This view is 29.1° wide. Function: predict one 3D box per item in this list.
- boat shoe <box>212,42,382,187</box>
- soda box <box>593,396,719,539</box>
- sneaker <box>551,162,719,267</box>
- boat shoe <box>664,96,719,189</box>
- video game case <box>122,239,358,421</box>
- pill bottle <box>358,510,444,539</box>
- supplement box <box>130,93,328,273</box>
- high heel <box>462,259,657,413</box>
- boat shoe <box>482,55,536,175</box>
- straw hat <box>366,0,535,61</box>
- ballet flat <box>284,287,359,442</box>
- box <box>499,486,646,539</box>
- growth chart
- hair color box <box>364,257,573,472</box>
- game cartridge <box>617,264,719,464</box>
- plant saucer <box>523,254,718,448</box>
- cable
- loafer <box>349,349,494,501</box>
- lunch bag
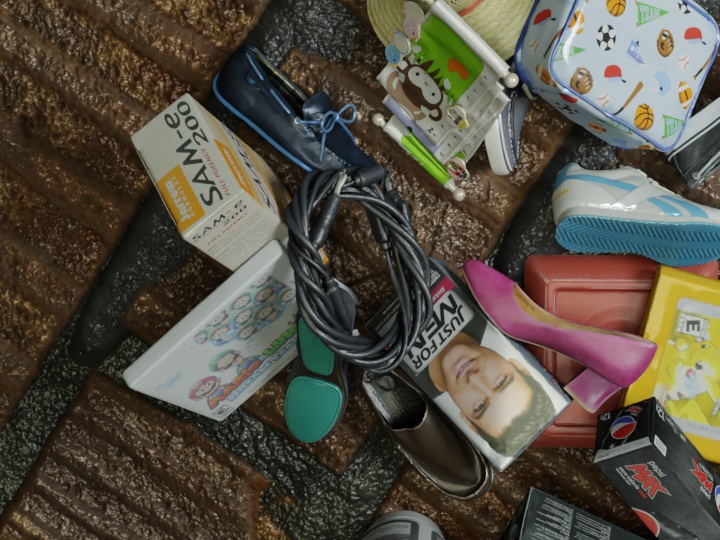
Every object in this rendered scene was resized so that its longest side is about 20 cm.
[{"bbox_3d":[-0.056,-0.150,1.381,0.199,0.084,0.069,34,110,-3],"label":"boat shoe"},{"bbox_3d":[0.309,0.217,1.367,0.070,0.064,0.200,-24,121,32],"label":"soda box"},{"bbox_3d":[0.285,-0.059,1.369,0.197,0.082,0.077,9,143,-14],"label":"sneaker"},{"bbox_3d":[0.383,-0.150,1.328,0.198,0.073,0.069,-36,77,23],"label":"boat shoe"},{"bbox_3d":[-0.114,0.065,1.375,0.199,0.182,0.024,-41,63,8],"label":"video game case"},{"bbox_3d":[0.040,0.314,1.378,0.111,0.200,0.115,1,98,5],"label":"pill bottle"},{"bbox_3d":[-0.121,-0.066,1.324,0.073,0.200,0.127,-36,64,8],"label":"supplement box"},{"bbox_3d":[0.193,0.041,1.355,0.200,0.067,0.096,47,113,8],"label":"high heel"},{"bbox_3d":[0.164,-0.197,1.361,0.091,0.075,0.203,-3,97,13],"label":"boat shoe"},{"bbox_3d":[0.078,-0.285,1.313,0.198,0.085,0.204,-5,79,25],"label":"straw hat"},{"bbox_3d":[-0.036,0.092,1.409,0.072,0.074,0.202,11,135,3],"label":"ballet flat"},{"bbox_3d":[0.223,0.337,1.393,0.198,0.086,0.165,25,126,1],"label":"box"},{"bbox_3d":[0.075,-0.171,1.338,0.144,0.201,0.018,39,55,10],"label":"growth chart"},{"bbox_3d":[0.110,0.093,1.393,0.099,0.061,0.200,-46,80,9],"label":"hair color box"},{"bbox_3d":[0.367,0.104,1.374,0.197,0.032,0.179,14,99,3],"label":"game cartridge"},{"bbox_3d":[0.265,0.087,1.413,0.196,0.037,0.203,1,97,4],"label":"plant saucer"},{"bbox_3d":[0.000,0.000,1.320,0.050,0.162,0.203,-9,92,43],"label":"cable"},{"bbox_3d":[0.058,0.163,1.421,0.073,0.071,0.200,-44,92,9],"label":"loafer"},{"bbox_3d":[0.248,-0.212,1.313,0.199,0.075,0.162,26,83,-32],"label":"lunch bag"}]
